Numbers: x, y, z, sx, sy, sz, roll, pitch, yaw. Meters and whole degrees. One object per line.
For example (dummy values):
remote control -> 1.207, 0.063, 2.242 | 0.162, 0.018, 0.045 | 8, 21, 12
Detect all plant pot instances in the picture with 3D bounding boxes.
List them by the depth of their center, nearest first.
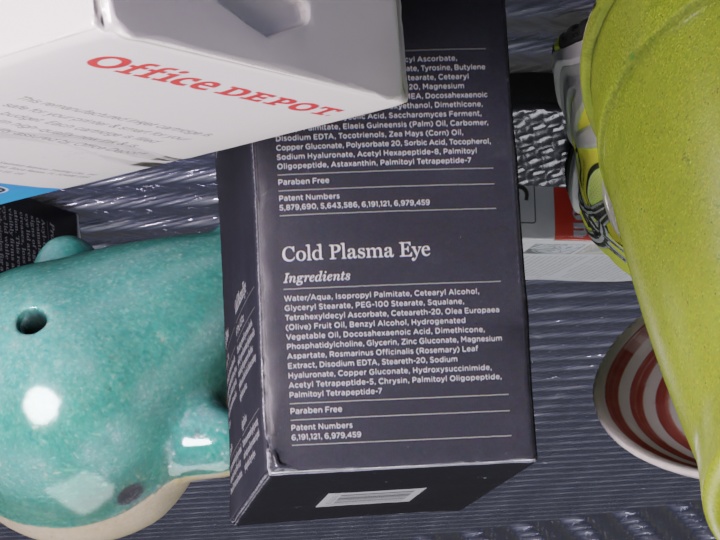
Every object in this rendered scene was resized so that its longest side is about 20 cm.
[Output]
plant pot -> 0.173, 0.000, 0.915 | 0.199, 0.193, 0.201 | 2, 141, 2

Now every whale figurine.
whale figurine -> -0.100, 0.027, 1.215 | 0.200, 0.159, 0.104 | -37, 144, -9

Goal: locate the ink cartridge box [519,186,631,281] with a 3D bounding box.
ink cartridge box -> 0.068, -0.028, 1.324 | 0.199, 0.051, 0.109 | 0, 170, -16

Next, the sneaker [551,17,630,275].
sneaker -> 0.120, -0.028, 1.140 | 0.075, 0.077, 0.200 | -15, 150, 12

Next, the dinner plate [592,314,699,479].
dinner plate -> 0.188, 0.036, 1.055 | 0.199, 0.024, 0.200 | -14, -156, 7

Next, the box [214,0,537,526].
box -> 0.000, 0.000, 1.096 | 0.104, 0.183, 0.200 | -3, 171, -7

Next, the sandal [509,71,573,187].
sandal -> 0.141, -0.062, 1.202 | 0.199, 0.043, 0.076 | 10, 142, -19

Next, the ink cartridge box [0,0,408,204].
ink cartridge box -> -0.105, -0.082, 0.875 | 0.199, 0.085, 0.146 | -12, 167, 37

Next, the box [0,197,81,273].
box -> -0.239, 0.016, 1.320 | 0.147, 0.105, 0.200 | -8, 170, 20
